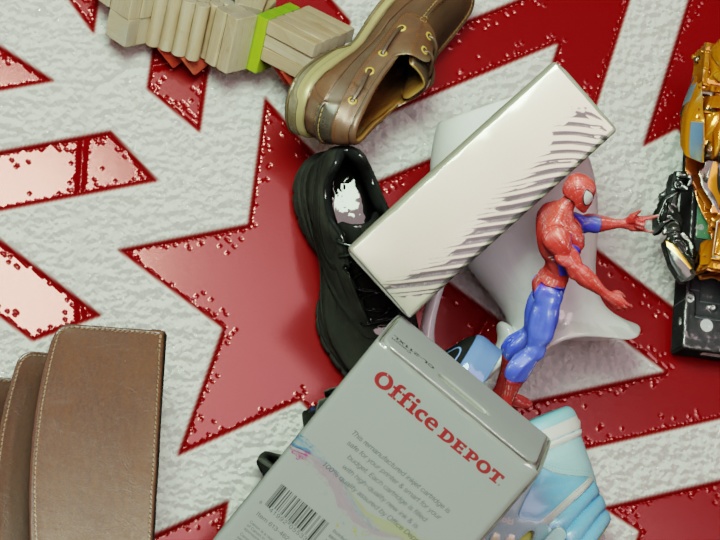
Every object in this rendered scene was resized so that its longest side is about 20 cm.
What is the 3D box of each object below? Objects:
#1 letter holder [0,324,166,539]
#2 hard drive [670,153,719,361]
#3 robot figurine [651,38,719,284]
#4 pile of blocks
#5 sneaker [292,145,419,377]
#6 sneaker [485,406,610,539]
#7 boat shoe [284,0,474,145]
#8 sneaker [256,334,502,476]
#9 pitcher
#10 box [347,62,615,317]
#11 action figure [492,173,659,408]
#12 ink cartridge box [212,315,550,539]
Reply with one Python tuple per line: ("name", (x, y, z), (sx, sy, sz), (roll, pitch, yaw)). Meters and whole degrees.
("letter holder", (-0.215, 0.146, 1.650), (0.142, 0.101, 0.201), (5, 58, -8))
("hard drive", (0.319, -0.024, 1.856), (0.139, 0.038, 0.201), (7, 77, -10))
("robot figurine", (0.300, -0.073, 1.814), (0.144, 0.058, 0.201), (7, 75, -8))
("pile of blocks", (-0.109, -0.181, 1.804), (0.199, 0.082, 0.062), (16, 118, 2))
("sneaker", (0.000, 0.000, 1.760), (0.076, 0.091, 0.201), (-18, 83, -15))
("sneaker", (0.097, 0.197, 1.742), (0.200, 0.080, 0.131), (-26, 88, -9))
("boat shoe", (0.028, -0.157, 1.790), (0.067, 0.072, 0.200), (27, 53, 29))
("sneaker", (0.012, 0.106, 1.718), (0.200, 0.070, 0.078), (-44, 93, 10))
("pitcher", (0.104, -0.022, 1.772), (0.171, 0.121, 0.201), (-18, 91, -20))
("box", (0.085, -0.057, 1.679), (0.200, 0.082, 0.068), (-43, 90, 2))
("action figure", (0.158, 0.024, 1.691), (0.099, 0.065, 0.201), (7, 117, -6))
("ink cartridge box", (0.017, 0.155, 1.652), (0.146, 0.083, 0.200), (40, 107, 2))
